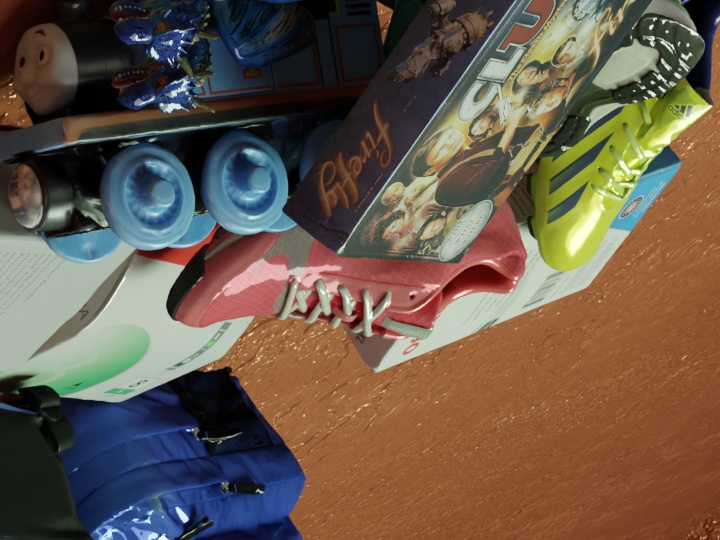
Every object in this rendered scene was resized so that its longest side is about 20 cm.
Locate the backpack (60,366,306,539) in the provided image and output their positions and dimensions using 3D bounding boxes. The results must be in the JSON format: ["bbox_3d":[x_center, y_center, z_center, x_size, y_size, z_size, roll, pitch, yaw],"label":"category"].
[{"bbox_3d":[-0.139,0.151,1.273,0.163,0.168,0.200,-49,154,18],"label":"backpack"}]

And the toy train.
[{"bbox_3d":[-0.073,-0.070,0.934,0.200,0.115,0.087,-10,180,-38],"label":"toy train"}]

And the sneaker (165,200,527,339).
[{"bbox_3d":[0.000,0.000,1.056,0.200,0.087,0.074,-19,160,-23],"label":"sneaker"}]

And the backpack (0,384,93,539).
[{"bbox_3d":[-0.260,0.151,1.061,0.200,0.147,0.183,-24,161,29],"label":"backpack"}]

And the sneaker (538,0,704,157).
[{"bbox_3d":[0.116,-0.128,1.172,0.077,0.089,0.200,31,146,-31],"label":"sneaker"}]

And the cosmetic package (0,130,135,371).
[{"bbox_3d":[-0.203,-0.009,0.924,0.101,0.071,0.200,-43,159,22],"label":"cosmetic package"}]

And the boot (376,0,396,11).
[{"bbox_3d":[0.066,-0.163,1.031,0.090,0.073,0.200,-37,153,25],"label":"boot"}]

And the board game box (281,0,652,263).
[{"bbox_3d":[0.062,-0.092,0.899,0.200,0.035,0.135,-54,158,15],"label":"board game box"}]

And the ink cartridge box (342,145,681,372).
[{"bbox_3d":[0.087,-0.031,1.335,0.200,0.084,0.146,-19,156,-37],"label":"ink cartridge box"}]

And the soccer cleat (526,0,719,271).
[{"bbox_3d":[0.160,-0.089,1.215,0.065,0.084,0.201,11,102,-57],"label":"soccer cleat"}]

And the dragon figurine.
[{"bbox_3d":[-0.040,-0.125,0.879,0.200,0.100,0.059,-19,156,-40],"label":"dragon figurine"}]

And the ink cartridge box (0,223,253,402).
[{"bbox_3d":[-0.096,0.014,1.119,0.199,0.050,0.161,-22,165,20],"label":"ink cartridge box"}]

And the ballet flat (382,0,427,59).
[{"bbox_3d":[0.049,-0.132,0.938,0.067,0.067,0.200,-23,151,-22],"label":"ballet flat"}]
